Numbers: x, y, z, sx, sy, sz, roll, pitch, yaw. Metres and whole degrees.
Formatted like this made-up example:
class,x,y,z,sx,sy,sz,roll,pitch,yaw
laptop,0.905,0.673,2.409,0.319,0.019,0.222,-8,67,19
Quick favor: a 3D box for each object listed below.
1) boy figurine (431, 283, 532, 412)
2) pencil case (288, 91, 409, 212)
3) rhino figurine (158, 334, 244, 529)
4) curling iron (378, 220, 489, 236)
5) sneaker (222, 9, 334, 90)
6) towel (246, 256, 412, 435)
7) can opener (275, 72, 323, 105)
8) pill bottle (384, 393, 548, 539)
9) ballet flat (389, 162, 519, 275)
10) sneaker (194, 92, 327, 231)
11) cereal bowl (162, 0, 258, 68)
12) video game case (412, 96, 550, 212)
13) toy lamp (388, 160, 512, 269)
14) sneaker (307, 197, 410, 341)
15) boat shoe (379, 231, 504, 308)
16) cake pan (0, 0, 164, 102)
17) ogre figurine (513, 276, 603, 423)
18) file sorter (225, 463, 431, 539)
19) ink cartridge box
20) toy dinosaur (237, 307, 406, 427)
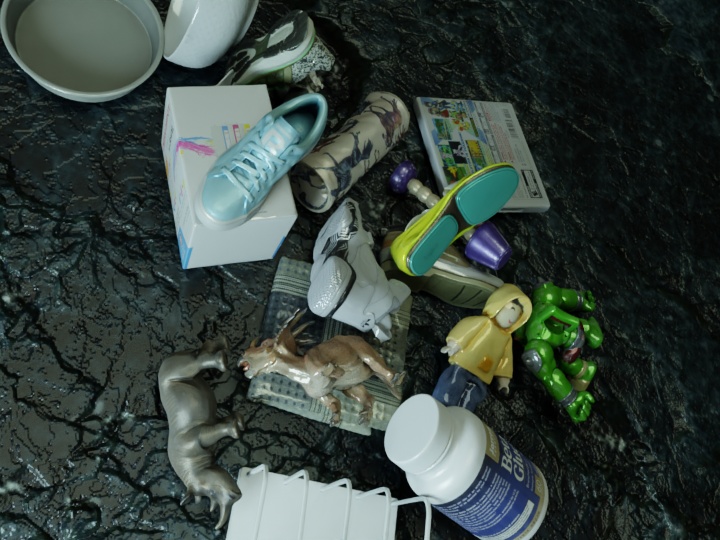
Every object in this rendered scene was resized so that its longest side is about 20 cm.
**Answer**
class,x,y,z,sx,sy,sz,roll,pitch,yaw
boy figurine,0.160,0.113,0.876,0.124,0.064,0.202,39,78,-25
pencil case,-0.018,-0.166,0.937,0.200,0.088,0.079,-46,125,-29
rhino figurine,-0.173,0.178,0.745,0.085,0.060,0.205,-14,74,0
curling iron,0.110,-0.071,0.982,0.196,0.026,0.050,-15,67,-26
sneaker,-0.111,-0.257,0.884,0.088,0.197,0.079,32,62,-39
towel,-0.031,0.096,0.859,0.195,0.035,0.197,17,62,-13
can opener,-0.093,-0.221,0.928,0.065,0.053,0.203,-7,45,16
pill bottle,0.121,0.229,0.783,0.199,0.110,0.113,40,58,-28
ballet flat,0.114,-0.074,0.867,0.199,0.067,0.067,-42,124,-10
sneaker,-0.106,-0.130,0.737,0.073,0.082,0.201,38,61,-3
cereal bowl,-0.186,-0.357,0.884,0.082,0.199,0.205,18,63,-31
video game case,0.185,-0.178,1.040,0.177,0.022,0.205,-2,63,-23
toy lamp,0.122,-0.075,0.927,0.058,0.059,0.199,-35,62,-29
sneaker,0.000,0.000,0.855,0.114,0.075,0.203,32,36,-20
boat shoe,0.118,-0.002,0.928,0.195,0.075,0.070,17,59,-22
cake pan,-0.355,-0.304,0.877,0.195,0.037,0.206,8,67,-19
ogre figurine,0.280,0.093,0.946,0.119,0.098,0.204,33,72,-19
file sorter,-0.038,0.294,0.720,0.195,0.125,0.142,16,64,-15
ink cartridge box,-0.169,-0.126,0.831,0.122,0.129,0.205,-8,72,-24
toy dinosaur,-0.031,0.105,0.795,0.196,0.087,0.136,8,27,-36
